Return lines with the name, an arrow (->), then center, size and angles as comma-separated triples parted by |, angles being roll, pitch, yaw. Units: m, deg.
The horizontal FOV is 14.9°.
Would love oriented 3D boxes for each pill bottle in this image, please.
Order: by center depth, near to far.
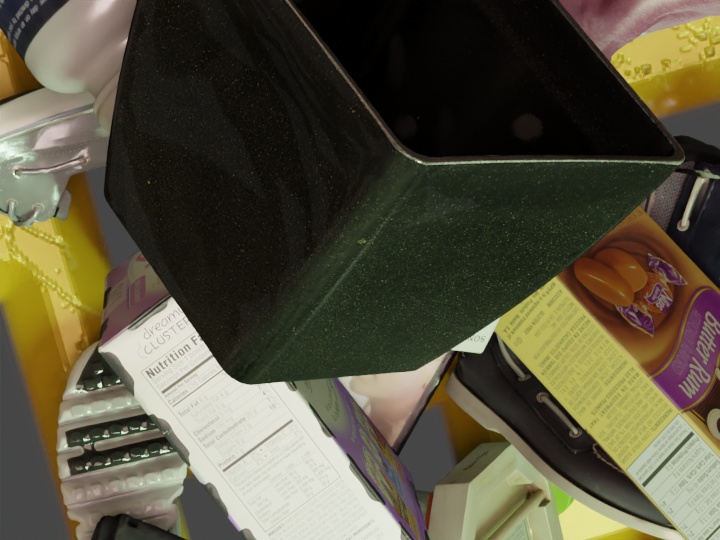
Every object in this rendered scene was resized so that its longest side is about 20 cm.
pill bottle -> -0.144, -0.161, 1.399 | 0.111, 0.111, 0.201 | -36, 82, 2

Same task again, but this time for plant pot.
plant pot -> -0.005, -0.056, 1.310 | 0.199, 0.200, 0.178 | -3, 136, -46

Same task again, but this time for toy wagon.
toy wagon -> 0.084, 0.200, 1.515 | 0.039, 0.155, 0.201 | -5, 106, 29

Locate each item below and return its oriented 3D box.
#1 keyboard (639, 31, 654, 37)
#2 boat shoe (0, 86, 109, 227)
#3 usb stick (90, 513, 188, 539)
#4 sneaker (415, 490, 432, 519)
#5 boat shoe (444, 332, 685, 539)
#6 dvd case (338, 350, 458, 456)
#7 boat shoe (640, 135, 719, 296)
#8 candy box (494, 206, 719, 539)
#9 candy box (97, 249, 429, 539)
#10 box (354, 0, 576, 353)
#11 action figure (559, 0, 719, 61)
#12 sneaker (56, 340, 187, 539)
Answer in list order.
keyboard -> 0.197, -0.173, 1.518 | 0.199, 0.011, 0.057 | -19, 108, -2
boat shoe -> -0.170, -0.060, 1.468 | 0.200, 0.070, 0.072 | -20, 98, -5
usb stick -> -0.053, 0.186, 1.463 | 0.199, 0.033, 0.056 | 23, 64, -8
sneaker -> 0.021, 0.229, 1.527 | 0.075, 0.115, 0.201 | 13, 100, -9
boat shoe -> 0.124, 0.081, 1.475 | 0.072, 0.200, 0.063 | 14, 105, -45
dvd case -> 0.000, 0.000, 1.526 | 0.142, 0.018, 0.201 | 28, 97, -10
boat shoe -> 0.187, 0.033, 1.506 | 0.074, 0.093, 0.202 | -4, 104, -36
candy box -> 0.170, 0.064, 1.424 | 0.200, 0.116, 0.057 | 48, 125, 12
candy box -> -0.050, 0.077, 1.441 | 0.071, 0.168, 0.200 | -36, 102, 5
box -> 0.019, -0.067, 1.428 | 0.036, 0.200, 0.145 | 9, 111, -49
action figure -> 0.110, -0.130, 1.480 | 0.200, 0.134, 0.149 | -49, 147, 18
sneaker -> -0.127, 0.137, 1.516 | 0.075, 0.081, 0.202 | -6, 83, -9
